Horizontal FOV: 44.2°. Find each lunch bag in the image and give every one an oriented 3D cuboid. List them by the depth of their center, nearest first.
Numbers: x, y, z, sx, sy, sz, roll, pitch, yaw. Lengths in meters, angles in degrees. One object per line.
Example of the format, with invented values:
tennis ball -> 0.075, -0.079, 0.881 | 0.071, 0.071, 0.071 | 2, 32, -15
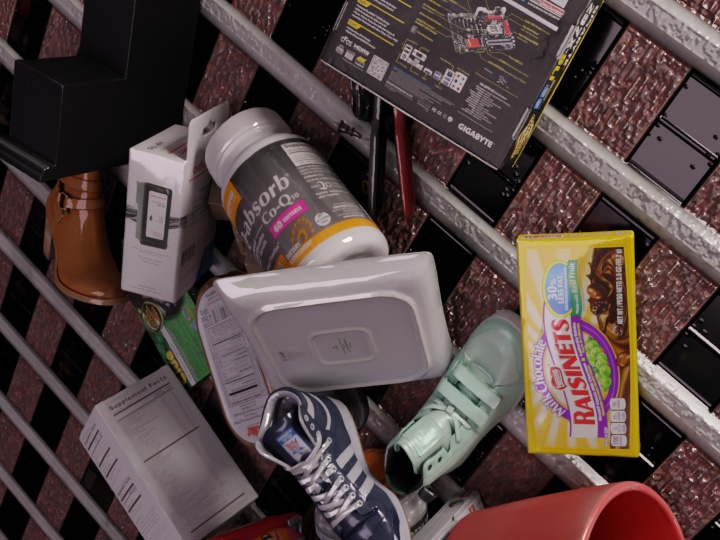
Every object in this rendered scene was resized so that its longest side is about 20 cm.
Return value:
lunch bag -> -0.137, 0.349, 1.025 | 0.083, 0.174, 0.200 | 66, 147, 19

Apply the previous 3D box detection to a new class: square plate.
square plate -> -0.016, 0.062, 0.827 | 0.194, 0.029, 0.201 | -8, 143, 9

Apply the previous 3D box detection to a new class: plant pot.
plant pot -> 0.175, 0.292, 0.794 | 0.176, 0.199, 0.204 | -14, 97, 45

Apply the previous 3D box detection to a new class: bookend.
bookend -> -0.278, -0.217, 0.934 | 0.091, 0.199, 0.201 | 27, 119, 24

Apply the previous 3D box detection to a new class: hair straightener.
hair straightener -> 0.007, -0.148, 0.846 | 0.076, 0.041, 0.204 | -2, 103, 17

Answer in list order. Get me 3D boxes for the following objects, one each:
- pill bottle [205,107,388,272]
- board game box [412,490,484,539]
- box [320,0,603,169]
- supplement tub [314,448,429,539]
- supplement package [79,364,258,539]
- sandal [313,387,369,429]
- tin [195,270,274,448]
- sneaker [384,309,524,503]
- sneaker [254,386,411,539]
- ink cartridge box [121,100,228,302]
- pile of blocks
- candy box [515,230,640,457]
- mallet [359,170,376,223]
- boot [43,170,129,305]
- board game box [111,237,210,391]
pill bottle -> -0.068, -0.060, 0.873 | 0.201, 0.115, 0.117 | 53, 127, 27
board game box -> 0.110, 0.341, 0.881 | 0.034, 0.126, 0.203 | -16, 95, 35
box -> 0.081, -0.205, 0.760 | 0.199, 0.049, 0.161 | 34, 109, 17
supplement tub -> 0.017, 0.302, 0.936 | 0.121, 0.122, 0.204 | 1, 106, 34
supplement package -> -0.238, 0.241, 1.088 | 0.201, 0.113, 0.110 | 53, 140, 10
sandal -> -0.058, 0.104, 0.981 | 0.199, 0.042, 0.077 | 33, 121, 35
tin -> -0.130, 0.101, 0.996 | 0.111, 0.041, 0.203 | -24, 83, 50
sneaker -> 0.092, 0.134, 0.836 | 0.073, 0.118, 0.202 | 37, 120, 21
sneaker -> -0.030, 0.194, 0.822 | 0.070, 0.108, 0.201 | -41, 51, 14
ink cartridge box -> -0.201, -0.083, 0.965 | 0.067, 0.116, 0.203 | 14, 113, 7
pile of blocks -> -0.099, -0.027, 0.965 | 0.202, 0.081, 0.062 | 60, 170, 15
candy box -> 0.194, 0.068, 0.788 | 0.100, 0.026, 0.204 | -1, 104, 21
mallet -> 0.000, 0.000, 0.913 | 0.065, 0.041, 0.204 | 1, 100, 37
boot -> -0.332, -0.060, 1.079 | 0.199, 0.073, 0.157 | 35, 117, 37
board game box -> -0.236, 0.043, 1.093 | 0.104, 0.023, 0.202 | -33, 84, 36
